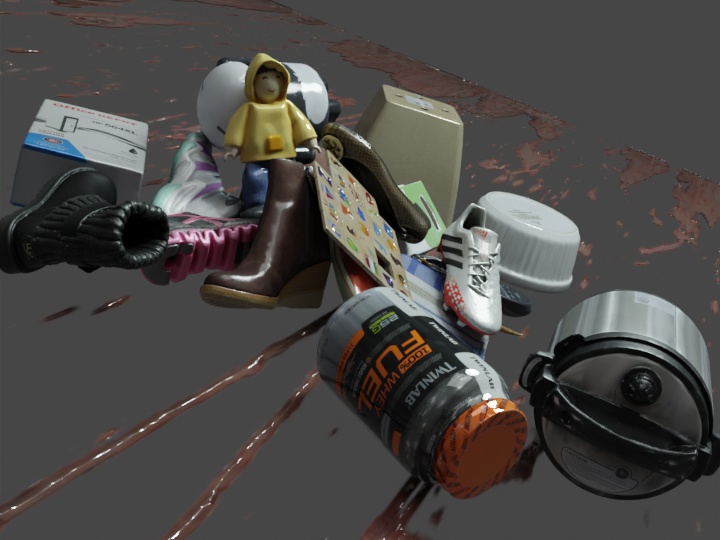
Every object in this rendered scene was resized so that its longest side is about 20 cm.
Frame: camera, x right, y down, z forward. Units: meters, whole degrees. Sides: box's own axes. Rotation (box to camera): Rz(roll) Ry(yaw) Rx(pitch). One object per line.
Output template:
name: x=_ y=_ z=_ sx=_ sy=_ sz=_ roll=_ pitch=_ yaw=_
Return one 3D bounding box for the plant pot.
plant pot: x=0.078 y=-0.202 z=1.559 sx=0.198 sy=0.179 sz=0.200 roll=17 pitch=21 yaw=-9

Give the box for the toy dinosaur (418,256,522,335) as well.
toy dinosaur: x=0.098 y=0.046 z=1.175 sx=0.198 sy=0.061 sz=0.107 roll=6 pitch=51 yaw=-24

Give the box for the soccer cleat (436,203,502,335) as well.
soccer cleat: x=0.139 y=-0.004 z=1.106 sx=0.068 sy=0.086 sz=0.201 roll=20 pitch=32 yaw=-18

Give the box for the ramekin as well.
ramekin: x=0.258 y=-0.051 z=1.462 sx=0.200 sy=0.095 sz=0.203 roll=17 pitch=22 yaw=-7

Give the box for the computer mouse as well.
computer mouse: x=0.148 y=0.024 z=1.246 sx=0.198 sy=0.034 sz=0.059 roll=22 pitch=18 yaw=-17

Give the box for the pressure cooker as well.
pressure cooker: x=0.261 y=0.126 z=0.917 sx=0.174 sy=0.180 sz=0.200 roll=-18 pitch=12 yaw=23

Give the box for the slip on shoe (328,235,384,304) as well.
slip on shoe: x=0.000 y=0.000 z=1.107 sx=0.060 sy=0.075 sz=0.201 roll=-14 pitch=38 yaw=3

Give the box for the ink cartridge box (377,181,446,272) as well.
ink cartridge box: x=0.043 y=-0.058 z=1.281 sx=0.199 sy=0.059 sz=0.105 roll=-21 pitch=80 yaw=-57

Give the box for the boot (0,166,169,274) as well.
boot: x=-0.270 y=-0.056 z=0.973 sx=0.156 sy=0.080 sz=0.212 roll=-6 pitch=27 yaw=16

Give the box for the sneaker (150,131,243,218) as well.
sneaker: x=-0.186 y=-0.089 z=1.181 sx=0.139 sy=0.078 sz=0.201 roll=22 pitch=46 yaw=-9

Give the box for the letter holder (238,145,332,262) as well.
letter holder: x=-0.063 y=-0.092 z=1.282 sx=0.141 sy=0.101 sz=0.200 roll=27 pitch=23 yaw=15

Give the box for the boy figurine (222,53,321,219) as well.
boy figurine: x=-0.107 y=-0.163 z=1.121 sx=0.123 sy=0.203 sz=0.064 roll=0 pitch=6 yaw=-17

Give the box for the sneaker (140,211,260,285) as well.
sneaker: x=-0.178 y=-0.040 z=1.070 sx=0.198 sy=0.080 sz=0.095 roll=-2 pitch=36 yaw=-40

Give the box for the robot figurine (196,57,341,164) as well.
robot figurine: x=-0.124 y=-0.216 z=1.228 sx=0.199 sy=0.126 sz=0.150 roll=-9 pitch=22 yaw=-42

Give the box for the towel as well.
towel: x=0.084 y=0.063 z=1.068 sx=0.146 sy=0.024 sz=0.200 roll=32 pitch=31 yaw=-2

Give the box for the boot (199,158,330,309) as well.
boot: x=-0.105 y=-0.041 z=1.021 sx=0.072 sy=0.169 sz=0.199 roll=0 pitch=-2 yaw=34

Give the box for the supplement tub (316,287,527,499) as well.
supplement tub: x=0.056 y=0.113 z=0.860 sx=0.122 sy=0.124 sz=0.200 roll=0 pitch=28 yaw=-40

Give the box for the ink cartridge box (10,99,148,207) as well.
ink cartridge box: x=-0.353 y=-0.139 z=1.168 sx=0.144 sy=0.085 sz=0.200 roll=12 pitch=23 yaw=-17

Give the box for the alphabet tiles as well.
alphabet tiles: x=0.000 y=-0.056 z=1.066 sx=0.167 sy=0.008 sz=0.201 roll=44 pitch=21 yaw=-34

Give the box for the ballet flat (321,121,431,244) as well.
ballet flat: x=0.015 y=-0.109 z=1.185 sx=0.200 sy=0.046 sz=0.067 roll=48 pitch=-22 yaw=-18
